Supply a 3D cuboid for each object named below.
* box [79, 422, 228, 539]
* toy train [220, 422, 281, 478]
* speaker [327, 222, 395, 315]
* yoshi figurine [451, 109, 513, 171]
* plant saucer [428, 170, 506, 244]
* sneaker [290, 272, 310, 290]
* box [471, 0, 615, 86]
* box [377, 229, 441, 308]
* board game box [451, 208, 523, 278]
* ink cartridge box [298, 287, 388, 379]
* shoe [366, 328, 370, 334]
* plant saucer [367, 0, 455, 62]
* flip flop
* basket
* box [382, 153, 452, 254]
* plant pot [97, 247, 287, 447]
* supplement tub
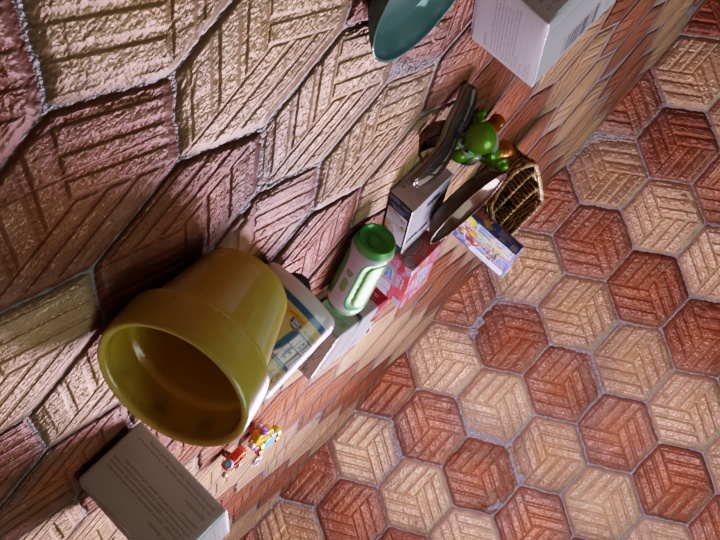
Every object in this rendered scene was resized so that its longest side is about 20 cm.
[{"bbox_3d":[-0.321,0.375,1.548,0.131,0.199,0.200,-42,168,-21],"label":"box"},{"bbox_3d":[-0.262,0.410,2.282,0.150,0.056,0.200,-48,165,4],"label":"toy train"},{"bbox_3d":[0.000,0.000,1.828,0.088,0.088,0.200,-38,165,-39],"label":"speaker"},{"bbox_3d":[0.242,-0.250,1.880,0.200,0.112,0.113,-26,140,-56],"label":"yoshi figurine"},{"bbox_3d":[0.201,-0.132,1.910,0.200,0.037,0.201,-40,170,-9],"label":"plant saucer"},{"bbox_3d":[-0.161,0.080,1.578,0.200,0.076,0.077,-46,-170,-9],"label":"sneaker"},{"bbox_3d":[0.271,-0.407,1.386,0.199,0.131,0.200,-46,168,-9],"label":"box"},{"bbox_3d":[0.089,-0.019,2.052,0.095,0.103,0.200,-44,166,-22],"label":"box"},{"bbox_3d":[0.285,-0.083,2.305,0.034,0.200,0.136,-43,168,-22],"label":"board game box"},{"bbox_3d":[-0.050,0.115,2.016,0.200,0.084,0.145,-35,164,-50],"label":"ink cartridge box"},{"bbox_3d":[-0.007,0.110,2.232,0.070,0.053,0.200,-47,168,-5],"label":"shoe"},{"bbox_3d":[0.070,-0.333,1.128,0.200,0.036,0.200,-47,168,-12],"label":"plant saucer"},{"bbox_3d":[0.134,-0.232,1.659,0.201,0.057,0.081,-63,164,-2],"label":"flip flop"},{"bbox_3d":[0.359,-0.188,2.368,0.200,0.149,0.143,-41,167,-26],"label":"basket"},{"bbox_3d":[0.105,-0.124,1.867,0.117,0.060,0.200,-44,168,-19],"label":"box"},{"bbox_3d":[-0.186,0.078,1.190,0.189,0.200,0.201,-59,179,-44],"label":"plant pot"},{"bbox_3d":[-0.152,0.104,1.459,0.200,0.145,0.145,-46,168,-9],"label":"supplement tub"}]
